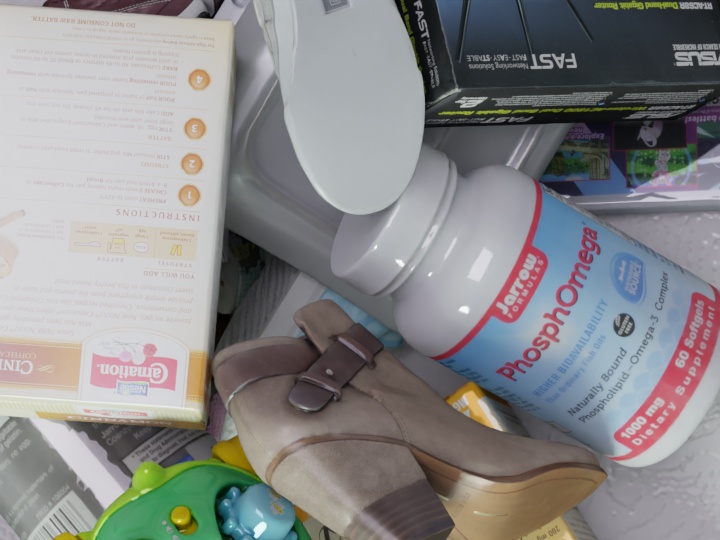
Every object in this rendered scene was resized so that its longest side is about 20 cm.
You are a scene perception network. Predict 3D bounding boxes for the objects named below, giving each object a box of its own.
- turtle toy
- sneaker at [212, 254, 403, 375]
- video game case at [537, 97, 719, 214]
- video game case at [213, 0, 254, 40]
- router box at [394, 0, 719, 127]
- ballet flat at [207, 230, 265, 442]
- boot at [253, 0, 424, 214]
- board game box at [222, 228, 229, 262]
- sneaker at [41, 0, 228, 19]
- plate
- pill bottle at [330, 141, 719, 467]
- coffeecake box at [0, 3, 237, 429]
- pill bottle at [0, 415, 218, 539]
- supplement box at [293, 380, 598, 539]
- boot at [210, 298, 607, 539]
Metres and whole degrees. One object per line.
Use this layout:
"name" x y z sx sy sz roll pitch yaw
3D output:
"turtle toy" -0.065 0.183 1.460 0.145 0.101 0.201 -30 108 -17
"sneaker" 0.000 0.000 1.632 0.082 0.074 0.200 40 79 -23
"video game case" 0.157 -0.122 1.626 0.199 0.023 0.183 -2 80 14
"video game case" -0.025 -0.169 1.618 0.018 0.143 0.200 32 89 16
"router box" 0.094 -0.155 1.540 0.062 0.199 0.150 -29 70 53
"ballet flat" -0.100 0.043 1.638 0.069 0.071 0.201 10 83 19
"boot" -0.017 -0.131 1.482 0.073 0.096 0.201 -11 98 -6
"board game box" -0.170 -0.042 1.660 0.199 0.035 0.127 -11 45 13
"sneaker" -0.101 -0.188 1.604 0.115 0.076 0.200 32 58 13
"plate" 0.019 -0.084 1.567 0.200 0.032 0.200 31 89 -21
"pill bottle" 0.089 0.014 1.529 0.200 0.109 0.109 29 88 -17
"coffeecake box" -0.146 -0.027 1.481 0.153 0.073 0.201 4 79 0
"pill bottle" -0.167 0.069 1.558 0.114 0.114 0.200 -41 83 5
"supplement box" 0.071 0.177 1.568 0.126 0.074 0.200 -36 74 7
"boot" 0.022 0.075 1.480 0.146 0.200 0.070 50 122 22
